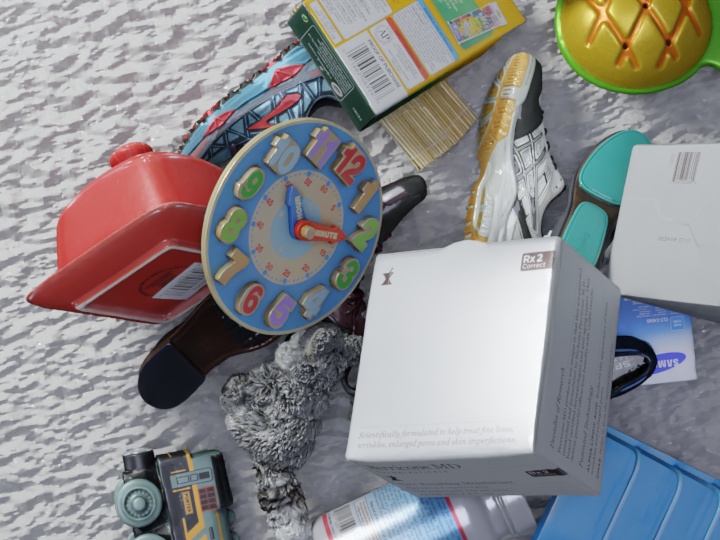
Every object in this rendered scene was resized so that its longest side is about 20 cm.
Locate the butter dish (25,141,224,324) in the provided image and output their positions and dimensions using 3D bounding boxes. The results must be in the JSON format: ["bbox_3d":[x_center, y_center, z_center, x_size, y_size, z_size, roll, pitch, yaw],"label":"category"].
[{"bbox_3d":[-0.196,-0.050,1.678,0.199,0.199,0.149,-32,64,29],"label":"butter dish"}]

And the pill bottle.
[{"bbox_3d":[0.061,0.247,1.713,0.198,0.109,0.110,-25,89,2],"label":"pill bottle"}]

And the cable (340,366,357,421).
[{"bbox_3d":[0.044,0.066,1.755,0.096,0.050,0.202,23,80,-4],"label":"cable"}]

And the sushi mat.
[{"bbox_3d":[0.024,-0.196,1.740,0.200,0.012,0.096,51,55,-1],"label":"sushi mat"}]

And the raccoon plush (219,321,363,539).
[{"bbox_3d":[-0.041,0.144,1.700,0.133,0.097,0.202,-25,86,29],"label":"raccoon plush"}]

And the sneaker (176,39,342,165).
[{"bbox_3d":[-0.090,-0.138,1.736,0.199,0.079,0.096,-39,91,1],"label":"sneaker"}]

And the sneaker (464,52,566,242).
[{"bbox_3d":[0.158,-0.106,1.742,0.087,0.076,0.202,9,93,-14],"label":"sneaker"}]

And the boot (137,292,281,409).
[{"bbox_3d":[-0.130,0.046,1.719,0.199,0.097,0.075,-35,105,3],"label":"boot"}]

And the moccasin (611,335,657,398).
[{"bbox_3d":[0.180,0.103,1.689,0.198,0.068,0.081,-24,91,2],"label":"moccasin"}]

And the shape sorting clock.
[{"bbox_3d":[-0.057,-0.038,1.624,0.199,0.039,0.202,-15,113,-38],"label":"shape sorting clock"}]

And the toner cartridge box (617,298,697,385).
[{"bbox_3d":[0.220,0.067,1.744,0.198,0.043,0.096,-6,92,1],"label":"toner cartridge box"}]

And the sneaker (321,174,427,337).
[{"bbox_3d":[0.000,0.000,1.742,0.199,0.076,0.116,-32,94,11],"label":"sneaker"}]

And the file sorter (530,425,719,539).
[{"bbox_3d":[0.286,0.250,1.674,0.199,0.123,0.140,26,90,-18],"label":"file sorter"}]

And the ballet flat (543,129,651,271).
[{"bbox_3d":[0.220,-0.053,1.723,0.073,0.073,0.201,30,54,1],"label":"ballet flat"}]

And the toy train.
[{"bbox_3d":[-0.171,0.264,1.735,0.113,0.085,0.202,-11,89,-8],"label":"toy train"}]

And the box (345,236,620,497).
[{"bbox_3d":[0.111,0.090,1.605,0.197,0.130,0.202,-6,65,35],"label":"box"}]

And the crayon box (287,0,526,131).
[{"bbox_3d":[0.045,-0.236,1.720,0.199,0.052,0.126,-33,89,-26],"label":"crayon box"}]

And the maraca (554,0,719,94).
[{"bbox_3d":[0.282,-0.236,1.715,0.198,0.107,0.139,-5,82,-4],"label":"maraca"}]

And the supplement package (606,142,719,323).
[{"bbox_3d":[0.363,-0.022,1.635,0.198,0.191,0.149,14,88,-25],"label":"supplement package"}]
